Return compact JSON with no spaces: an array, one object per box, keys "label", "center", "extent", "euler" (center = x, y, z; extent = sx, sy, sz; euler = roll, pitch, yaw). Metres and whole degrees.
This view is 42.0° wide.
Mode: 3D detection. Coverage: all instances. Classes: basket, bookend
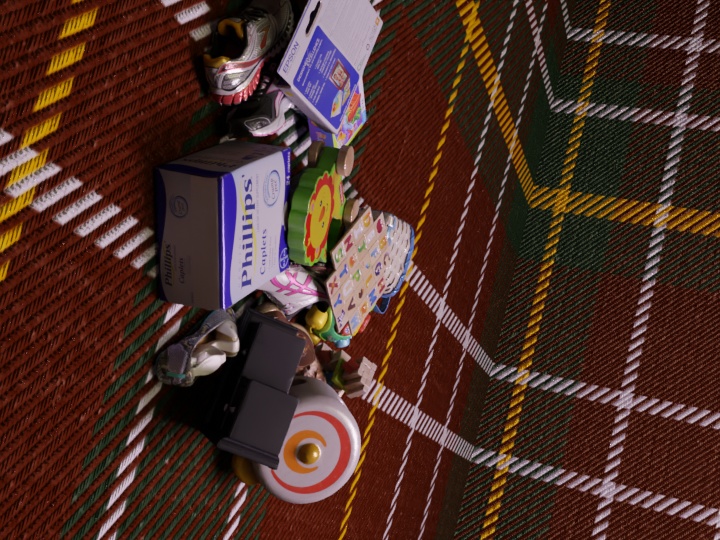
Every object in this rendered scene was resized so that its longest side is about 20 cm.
[{"label":"basket","center":[0.036,-0.029,1.824],"extent":[0.200,0.137,0.179],"euler":[45,59,-56]},{"label":"bookend","center":[-0.144,0.163,1.346],"extent":[0.202,0.091,0.200],"euler":[-69,-165,-8]}]

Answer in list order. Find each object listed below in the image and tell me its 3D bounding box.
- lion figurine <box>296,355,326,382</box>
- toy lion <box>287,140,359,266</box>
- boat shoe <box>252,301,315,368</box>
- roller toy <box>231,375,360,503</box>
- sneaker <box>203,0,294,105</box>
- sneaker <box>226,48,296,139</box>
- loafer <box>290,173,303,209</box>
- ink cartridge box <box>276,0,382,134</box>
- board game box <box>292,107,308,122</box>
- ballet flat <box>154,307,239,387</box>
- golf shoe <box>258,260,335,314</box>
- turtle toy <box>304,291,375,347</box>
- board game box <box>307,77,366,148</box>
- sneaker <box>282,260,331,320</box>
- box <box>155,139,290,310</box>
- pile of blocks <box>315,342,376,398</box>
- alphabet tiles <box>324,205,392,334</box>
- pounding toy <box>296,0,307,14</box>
[{"label":"lion figurine","center":[-0.072,0.244,1.654],"extent":[0.123,0.200,0.072],"euler":[-50,161,23]},{"label":"toy lion","center":[-0.063,-0.084,1.428],"extent":[0.201,0.068,0.194],"euler":[82,23,-55]},{"label":"boat shoe","center":[-0.124,0.124,1.547],"extent":[0.068,0.071,0.200],"euler":[60,3,32]},{"label":"roller toy","center":[-0.098,0.274,1.521],"extent":[0.185,0.197,0.140],"euler":[-67,-161,5]},{"label":"sneaker","center":[-0.151,-0.323,1.281],"extent":[0.083,0.077,0.202],"euler":[69,37,-52]},{"label":"sneaker","center":[-0.145,-0.259,1.357],"extent":[0.201,0.079,0.087],"euler":[-64,144,-54]},{"label":"loafer","center":[-0.103,-0.107,1.514],"extent":[0.200,0.074,0.071],"euler":[-36,129,-62]},{"label":"ink cartridge box","center":[-0.052,-0.332,1.366],"extent":[0.200,0.046,0.200],"euler":[37,73,-59]},{"label":"board game box","center":[-0.056,-0.311,1.607],"extent":[0.200,0.029,0.137],"euler":[28,73,-69]},{"label":"ballet flat","center":[-0.213,0.112,1.340],"extent":[0.200,0.071,0.073],"euler":[-41,137,-59]},{"label":"golf shoe","center":[-0.115,0.026,1.467],"extent":[0.198,0.072,0.094],"euler":[4,98,-38]},{"label":"turtle toy","center":[-0.028,0.063,1.680],"extent":[0.147,0.100,0.201],"euler":[-59,175,-27]},{"label":"board game box","center":[-0.044,-0.303,1.539],"extent":[0.135,0.044,0.202],"euler":[-58,151,-43]},{"label":"sneaker","center":[-0.099,0.017,1.618],"extent":[0.200,0.070,0.083],"euler":[-54,171,-54]},{"label":"box","center":[-0.182,-0.067,1.283],"extent":[0.200,0.103,0.187],"euler":[-38,134,-60]},{"label":"pile of blocks","center":[-0.050,0.180,1.701],"extent":[0.062,0.199,0.083],"euler":[41,74,-24]},{"label":"alphabet tiles","center":[0.000,0.000,1.543],"extent":[0.201,0.006,0.168],"euler":[-52,140,-43]},{"label":"pounding toy","center":[-0.014,-0.521,1.455],"extent":[0.185,0.140,0.202],"euler":[71,36,-53]}]
